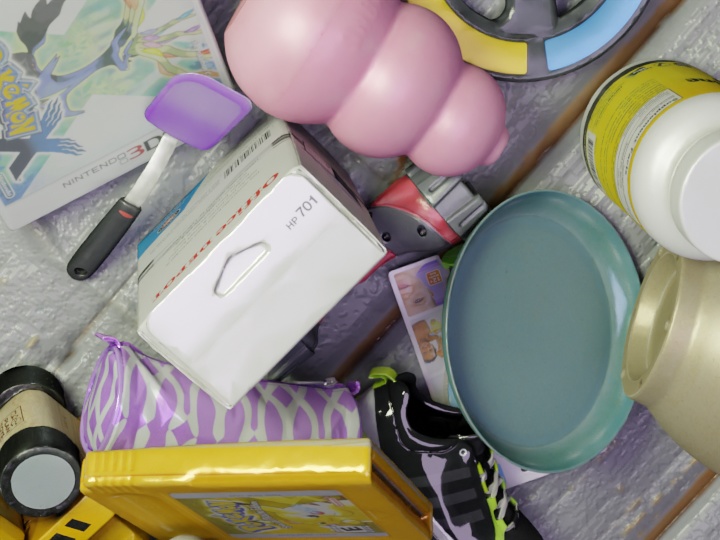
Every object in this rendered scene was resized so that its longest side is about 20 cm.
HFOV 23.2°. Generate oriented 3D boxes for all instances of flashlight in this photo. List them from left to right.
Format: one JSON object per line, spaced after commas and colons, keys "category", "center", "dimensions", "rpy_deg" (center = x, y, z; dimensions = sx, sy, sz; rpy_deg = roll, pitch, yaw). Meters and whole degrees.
{"category": "flashlight", "center": [0.000, 0.000, 1.245], "dimensions": [0.200, 0.068, 0.068], "rpy_deg": [-42, 106, 4]}

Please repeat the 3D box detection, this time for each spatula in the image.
{"category": "spatula", "center": [-0.148, -0.060, 1.198], "dimensions": [0.056, 0.021, 0.200], "rpy_deg": [28, 120, -22]}

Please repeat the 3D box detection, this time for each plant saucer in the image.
{"category": "plant saucer", "center": [0.128, 0.043, 1.251], "dimensions": [0.200, 0.027, 0.201], "rpy_deg": [3, 85, -39]}

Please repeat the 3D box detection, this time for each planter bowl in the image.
{"category": "planter bowl", "center": [0.265, 0.050, 1.237], "dimensions": [0.134, 0.200, 0.201], "rpy_deg": [16, 104, -5]}

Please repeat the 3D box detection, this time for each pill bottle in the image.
{"category": "pill bottle", "center": [0.225, -0.072, 1.185], "dimensions": [0.112, 0.200, 0.113], "rpy_deg": [-2, 107, -8]}

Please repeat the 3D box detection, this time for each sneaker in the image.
{"category": "sneaker", "center": [0.072, 0.149, 1.272], "dimensions": [0.200, 0.072, 0.083], "rpy_deg": [40, 120, -11]}

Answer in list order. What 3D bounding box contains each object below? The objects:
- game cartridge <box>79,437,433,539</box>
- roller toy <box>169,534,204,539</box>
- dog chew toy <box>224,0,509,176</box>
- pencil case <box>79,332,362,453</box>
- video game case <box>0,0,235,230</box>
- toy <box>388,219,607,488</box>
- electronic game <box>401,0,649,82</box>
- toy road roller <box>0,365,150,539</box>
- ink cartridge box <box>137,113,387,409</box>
{"category": "game cartridge", "center": [-0.067, 0.151, 1.162], "dimensions": [0.199, 0.176, 0.033], "rpy_deg": [-5, 68, 15]}
{"category": "roller toy", "center": [-0.116, 0.286, 1.188], "dimensions": [0.140, 0.182, 0.200], "rpy_deg": [-37, 141, -7]}
{"category": "dog chew toy", "center": [0.011, -0.133, 1.170], "dimensions": [0.200, 0.125, 0.125], "rpy_deg": [31, 100, -10]}
{"category": "pencil case", "center": [-0.091, 0.102, 1.199], "dimensions": [0.199, 0.084, 0.086], "rpy_deg": [11, 93, -28]}
{"category": "video game case", "center": [-0.182, -0.130, 1.136], "dimensions": [0.182, 0.022, 0.200], "rpy_deg": [-28, 143, -7]}
{"category": "toy", "center": [0.106, 0.075, 1.293], "dimensions": [0.115, 0.047, 0.201], "rpy_deg": [-20, 108, 0]}
{"category": "electronic game", "center": [0.114, -0.229, 1.205], "dimensions": [0.199, 0.042, 0.201], "rpy_deg": [-2, 107, -7]}
{"category": "toy road roller", "center": [-0.239, 0.183, 1.240], "dimensions": [0.200, 0.123, 0.146], "rpy_deg": [-43, 119, 5]}
{"category": "ink cartridge box", "center": [-0.071, -0.015, 1.159], "dimensions": [0.146, 0.200, 0.086], "rpy_deg": [-44, 108, 7]}
